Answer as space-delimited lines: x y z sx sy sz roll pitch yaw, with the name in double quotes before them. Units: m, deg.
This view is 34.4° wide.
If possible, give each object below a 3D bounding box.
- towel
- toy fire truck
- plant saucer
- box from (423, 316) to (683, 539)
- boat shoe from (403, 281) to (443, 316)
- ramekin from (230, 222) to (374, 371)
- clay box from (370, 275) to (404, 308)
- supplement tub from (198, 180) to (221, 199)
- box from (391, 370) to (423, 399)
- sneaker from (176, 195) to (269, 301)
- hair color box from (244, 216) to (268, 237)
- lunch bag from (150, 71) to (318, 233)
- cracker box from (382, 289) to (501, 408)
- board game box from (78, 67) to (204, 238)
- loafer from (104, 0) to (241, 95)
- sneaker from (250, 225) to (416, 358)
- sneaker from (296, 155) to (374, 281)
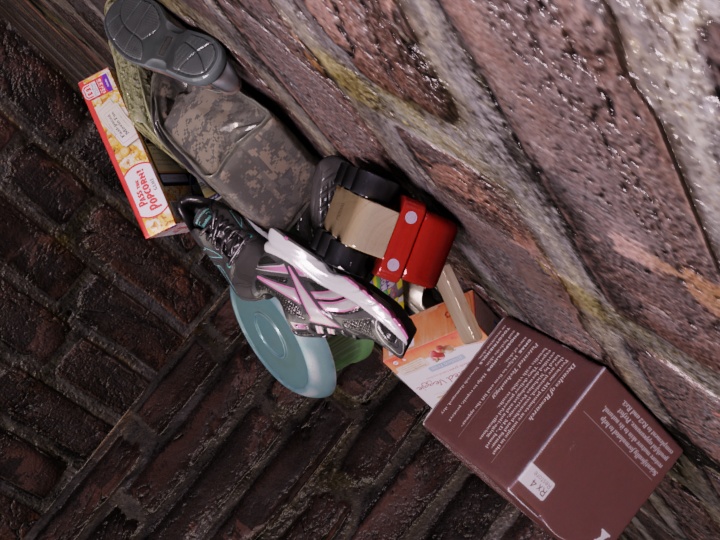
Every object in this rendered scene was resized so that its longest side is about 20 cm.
"towel" -0.253 -0.227 1.425 0.148 0.036 0.202 48 -159 -61
"toy fire truck" 0.056 -0.010 1.171 0.198 0.130 0.176 21 -176 -12
"plant saucer" -0.101 0.073 1.400 0.200 0.027 0.202 43 152 30
"box" 0.209 0.185 1.295 0.166 0.165 0.200 43 173 -28
"boat shoe" 0.078 0.032 1.505 0.201 0.071 0.063 53 139 3
"ramekin" -0.080 0.051 1.484 0.200 0.097 0.202 43 151 30
"clay box" 0.000 0.000 1.454 0.115 0.047 0.202 36 146 36
"supplement tub" -0.240 -0.170 1.626 0.144 0.145 0.200 39 174 6
"box" 0.159 0.167 1.697 0.199 0.046 0.159 39 -150 8
"sneaker" -0.153 -0.029 1.335 0.079 0.076 0.200 38 179 -39
"hair color box" -0.095 -0.078 1.607 0.060 0.099 0.200 38 174 16
"lunch bag" -0.155 -0.153 1.365 0.200 0.118 0.164 43 179 37
"cracker box" 0.134 0.121 1.454 0.200 0.133 0.058 44 -147 -39
"board game box" -0.260 -0.144 1.434 0.202 0.046 0.151 67 -169 1
"loafer" -0.208 -0.240 1.279 0.199 0.072 0.063 34 178 36
"sneaker" -0.032 0.040 1.225 0.199 0.087 0.080 35 -171 23
"sneaker" -0.038 -0.054 1.327 0.091 0.075 0.202 40 149 34
